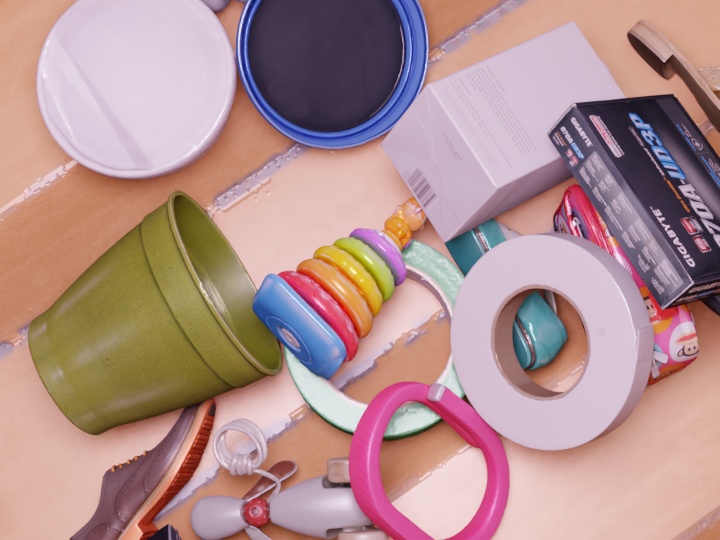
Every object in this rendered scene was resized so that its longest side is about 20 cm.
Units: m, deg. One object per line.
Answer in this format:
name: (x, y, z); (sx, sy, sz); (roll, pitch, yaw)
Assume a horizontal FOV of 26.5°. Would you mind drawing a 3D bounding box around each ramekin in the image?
ramekin: (-0.220, -0.185, 1.551); (0.201, 0.094, 0.204); (0, 84, 4)

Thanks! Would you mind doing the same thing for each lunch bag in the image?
lunch bag: (0.255, 0.008, 1.461); (0.081, 0.176, 0.201); (-19, 77, -6)

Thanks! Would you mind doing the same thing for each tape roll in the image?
tape roll: (0.175, 0.065, 1.420); (0.202, 0.037, 0.205); (4, 96, 37)
tape roll: (0.023, 0.067, 1.525); (0.199, 0.048, 0.202); (0, 79, 2)

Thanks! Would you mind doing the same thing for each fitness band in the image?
fitness band: (0.068, 0.192, 1.447); (0.200, 0.037, 0.144); (42, 65, -35)

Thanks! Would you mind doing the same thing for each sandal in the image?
sandal: (0.367, -0.191, 1.546); (0.070, 0.078, 0.212); (-43, 76, 0)

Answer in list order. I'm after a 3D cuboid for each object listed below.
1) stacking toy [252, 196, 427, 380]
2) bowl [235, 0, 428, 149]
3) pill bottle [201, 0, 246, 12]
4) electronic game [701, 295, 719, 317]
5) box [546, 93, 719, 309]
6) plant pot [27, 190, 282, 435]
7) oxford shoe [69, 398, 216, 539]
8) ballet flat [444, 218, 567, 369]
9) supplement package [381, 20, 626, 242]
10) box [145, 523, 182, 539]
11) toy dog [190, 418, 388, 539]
stacking toy: (0.000, 0.000, 1.475); (0.110, 0.116, 0.200); (44, 70, 4)
bowl: (-0.030, -0.224, 1.550); (0.199, 0.039, 0.202); (-2, 97, -15)
pill bottle: (-0.191, -0.329, 1.576); (0.198, 0.109, 0.110); (11, 80, 4)
electronic game: (0.358, -0.023, 1.476); (0.042, 0.199, 0.201); (-41, 77, 38)
box: (0.280, -0.067, 1.390); (0.158, 0.046, 0.201); (-10, 61, -42)
plant pot: (-0.207, 0.059, 1.476); (0.192, 0.200, 0.201); (-30, 79, 9)
oxford shoe: (-0.212, 0.201, 1.498); (0.073, 0.071, 0.201); (31, 82, 11)
ballet flat: (0.145, 0.003, 1.532); (0.070, 0.067, 0.201); (-23, 78, -27)
supplement package: (0.145, -0.135, 1.484); (0.199, 0.120, 0.122); (-26, 78, -32)
box: (-0.184, 0.365, 1.422); (0.147, 0.104, 0.201); (-31, 98, -4)
toy dog: (-0.055, 0.228, 1.489); (0.199, 0.096, 0.133); (15, 88, 18)
